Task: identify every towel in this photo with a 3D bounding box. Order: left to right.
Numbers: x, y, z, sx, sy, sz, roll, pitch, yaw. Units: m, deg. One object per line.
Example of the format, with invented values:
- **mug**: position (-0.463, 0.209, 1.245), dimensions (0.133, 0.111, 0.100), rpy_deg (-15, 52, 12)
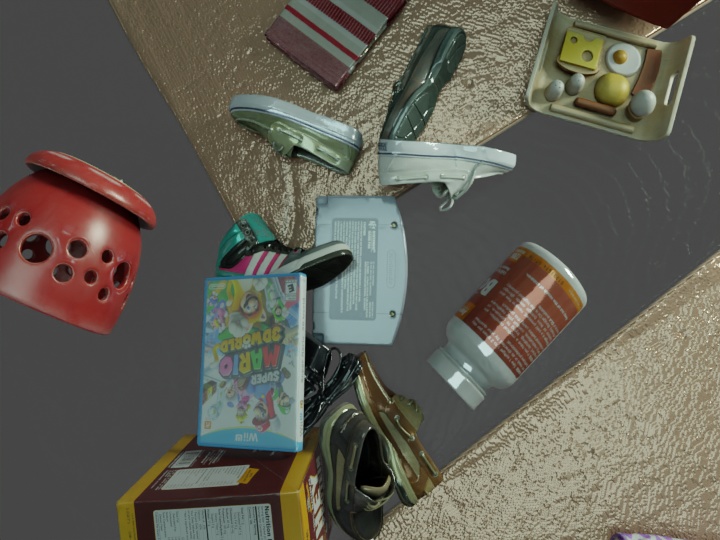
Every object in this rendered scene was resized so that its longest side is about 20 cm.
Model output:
- **towel**: position (-0.029, -0.380, 0.859), dimensions (0.143, 0.023, 0.202), rpy_deg (38, 86, 10)

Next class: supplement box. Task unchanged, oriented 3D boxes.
- **supplement box**: position (-0.143, 0.288, 0.693), dimensions (0.194, 0.197, 0.137), rpy_deg (-5, 94, 4)

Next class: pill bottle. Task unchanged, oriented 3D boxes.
- **pill bottle**: position (0.180, 0.072, 0.743), dimensions (0.112, 0.112, 0.200), rpy_deg (44, 88, 8)

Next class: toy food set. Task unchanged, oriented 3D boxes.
- **toy food set**: position (0.336, -0.274, 0.796), dimensions (0.195, 0.060, 0.147), rpy_deg (18, 85, 6)

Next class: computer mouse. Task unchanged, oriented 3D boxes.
- **computer mouse**: position (-0.094, 0.123, 0.766), dimensions (0.139, 0.053, 0.199), rpy_deg (-45, 54, -8)

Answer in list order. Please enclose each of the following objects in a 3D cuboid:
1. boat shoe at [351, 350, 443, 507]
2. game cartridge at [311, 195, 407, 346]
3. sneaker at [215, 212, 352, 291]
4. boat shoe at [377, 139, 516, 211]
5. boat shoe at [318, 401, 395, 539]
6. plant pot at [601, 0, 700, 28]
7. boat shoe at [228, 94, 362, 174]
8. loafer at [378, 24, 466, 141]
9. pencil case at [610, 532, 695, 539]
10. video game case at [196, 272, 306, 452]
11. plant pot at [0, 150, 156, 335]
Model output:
- **boat shoe**: position (0.047, 0.198, 0.765), dimensions (0.072, 0.076, 0.204), rpy_deg (-23, 90, -4)
- **game cartridge**: position (0.000, 0.000, 0.805), dimensions (0.129, 0.042, 0.206), rpy_deg (2, 83, 1)
- **sneaker**: position (-0.113, -0.026, 0.781), dimensions (0.196, 0.084, 0.123), rpy_deg (-22, 68, 9)
- **boat shoe**: position (0.115, -0.124, 0.780), dimensions (0.196, 0.074, 0.089), rpy_deg (-1, 104, -21)
- **boat shoe**: position (0.000, 0.261, 0.715), dimensions (0.074, 0.072, 0.205), rpy_deg (-31, 121, -35)
- **plant pot**: position (0.400, -0.440, 0.737), dimensions (0.176, 0.200, 0.200), rpy_deg (44, 77, -1)
- **boat shoe**: position (-0.095, -0.190, 0.816), dimensions (0.195, 0.072, 0.064), rpy_deg (17, 82, 4)
- **loafer**: position (0.076, -0.255, 0.819), dimensions (0.062, 0.072, 0.203), rpy_deg (28, 81, 26)
- **pencil case**: position (0.403, 0.369, 0.705), dimensions (0.194, 0.086, 0.087), rpy_deg (2, 82, 6)
- **video game case**: position (-0.132, 0.109, 0.709), dimensions (0.139, 0.018, 0.206), rpy_deg (-3, 81, 21)
- **plant pot**: position (-0.382, -0.040, 0.763), dimensions (0.196, 0.201, 0.187), rpy_deg (21, 78, 7)
